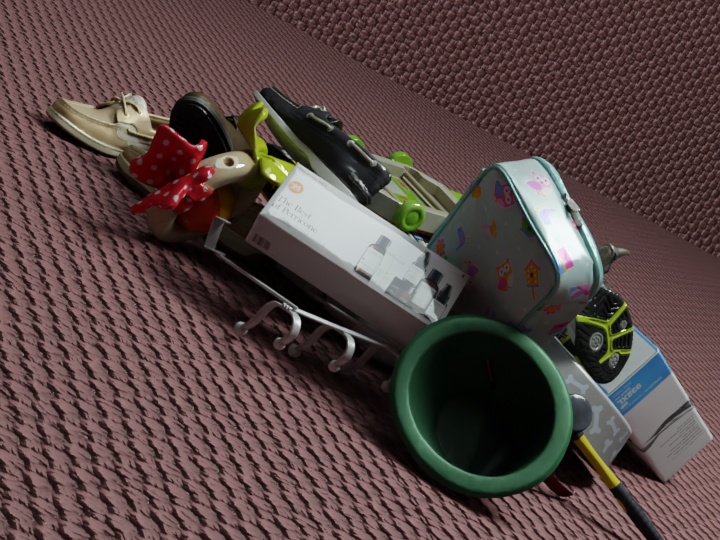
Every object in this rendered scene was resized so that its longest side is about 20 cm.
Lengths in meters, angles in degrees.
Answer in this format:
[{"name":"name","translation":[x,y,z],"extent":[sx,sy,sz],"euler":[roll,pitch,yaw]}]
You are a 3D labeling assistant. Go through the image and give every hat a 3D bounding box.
[{"name":"hat","translation":[0.105,0.160,1.613],"extent":[0.200,0.165,0.176],"euler":[51,-20,11]}]

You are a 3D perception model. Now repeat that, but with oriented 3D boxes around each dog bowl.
[{"name":"dog bowl","translation":[0.209,0.125,1.808],"extent":[0.200,0.059,0.200],"euler":[48,0,0]}]

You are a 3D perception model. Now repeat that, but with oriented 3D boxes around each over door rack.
[{"name":"over door rack","translation":[-0.059,0.041,1.624],"extent":[0.147,0.067,0.200],"euler":[24,16,-37]}]

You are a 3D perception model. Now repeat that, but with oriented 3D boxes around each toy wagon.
[{"name":"toy wagon","translation":[0.062,-0.077,1.813],"extent":[0.199,0.040,0.155],"euler":[15,23,-37]}]

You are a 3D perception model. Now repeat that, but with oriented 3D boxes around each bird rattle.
[{"name":"bird rattle","translation":[-0.148,-0.076,1.679],"extent":[0.200,0.163,0.113],"euler":[-29,73,-39]}]

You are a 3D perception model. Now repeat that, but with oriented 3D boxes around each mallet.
[{"name":"mallet","translation":[0.248,0.203,1.666],"extent":[0.200,0.041,0.066],"euler":[50,-24,5]}]

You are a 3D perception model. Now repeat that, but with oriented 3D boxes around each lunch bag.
[{"name":"lunch bag","translation":[0.142,-0.009,1.634],"extent":[0.077,0.200,0.161],"euler":[-7,61,-32]}]

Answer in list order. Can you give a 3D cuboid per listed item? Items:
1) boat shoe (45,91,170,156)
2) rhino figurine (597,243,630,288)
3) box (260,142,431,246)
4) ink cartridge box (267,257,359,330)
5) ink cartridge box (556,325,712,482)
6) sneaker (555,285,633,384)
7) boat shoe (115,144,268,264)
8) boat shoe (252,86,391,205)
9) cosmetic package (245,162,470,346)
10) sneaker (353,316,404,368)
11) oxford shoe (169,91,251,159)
[{"name":"boat shoe","translation":[-0.263,-0.166,1.918],"extent":[0.199,0.069,0.074],"euler":[18,19,-47]},{"name":"rhino figurine","translation":[0.209,0.015,1.884],"extent":[0.088,0.199,0.060],"euler":[86,-22,-58]},{"name":"box","translation":[-0.010,-0.051,1.775],"extent":[0.159,0.050,0.200],"euler":[18,21,-34]},{"name":"ink cartridge box","translation":[0.000,0.000,1.873],"extent":[0.200,0.085,0.146],"euler":[40,17,30]},{"name":"ink cartridge box","translation":[0.303,0.131,1.951],"extent":[0.145,0.084,0.200],"euler":[45,-4,45]},{"name":"sneaker","translation":[0.214,0.033,1.743],"extent":[0.076,0.075,0.200],"euler":[15,-36,54]},{"name":"boat shoe","translation":[-0.168,-0.089,1.835],"extent":[0.199,0.076,0.072],"euler":[32,14,5]},{"name":"boat shoe","translation":[-0.041,-0.133,1.734],"extent":[0.200,0.060,0.074],"euler":[47,-8,41]},{"name":"cosmetic package","translation":[-0.002,-0.012,1.611],"extent":[0.199,0.051,0.083],"euler":[33,49,1]},{"name":"sneaker","translation":[0.092,0.099,1.750],"extent":[0.199,0.074,0.116],"euler":[24,12,-36]},{"name":"oxford shoe","translation":[-0.159,-0.146,1.881],"extent":[0.072,0.085,0.200],"euler":[8,-26,16]}]
